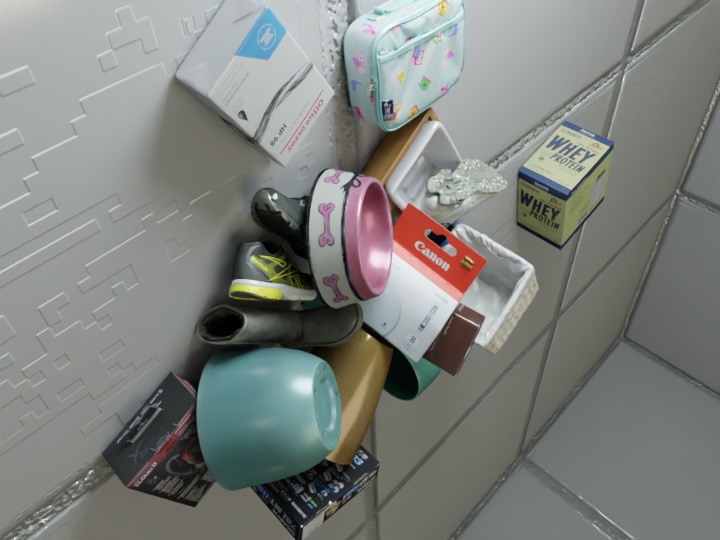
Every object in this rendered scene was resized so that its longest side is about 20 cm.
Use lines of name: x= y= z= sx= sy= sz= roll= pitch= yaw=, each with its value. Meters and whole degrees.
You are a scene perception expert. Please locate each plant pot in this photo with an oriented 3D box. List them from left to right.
plant pot: x=-0.119 y=0.206 z=0.910 sx=0.200 sy=0.157 sz=0.205 roll=-10 pitch=90 yaw=-76
plant pot: x=-0.032 y=0.193 z=1.080 sx=0.202 sy=0.185 sz=0.186 roll=-55 pitch=149 yaw=3

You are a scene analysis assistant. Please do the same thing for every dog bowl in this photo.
dog bowl: x=-0.008 y=-0.047 z=0.900 sx=0.200 sy=0.072 sz=0.205 roll=-2 pitch=90 yaw=-72

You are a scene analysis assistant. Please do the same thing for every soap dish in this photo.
soap dish: x=0.093 y=-0.162 z=1.044 sx=0.159 sy=0.081 sz=0.200 roll=-56 pitch=149 yaw=-2

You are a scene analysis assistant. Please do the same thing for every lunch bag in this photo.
lunch bag: x=0.066 y=-0.303 z=0.881 sx=0.199 sy=0.077 sz=0.162 roll=-39 pitch=145 yaw=-27

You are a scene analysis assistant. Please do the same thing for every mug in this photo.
mug: x=0.086 y=0.169 z=1.292 sx=0.114 sy=0.183 sz=0.155 roll=-35 pitch=119 yaw=-34

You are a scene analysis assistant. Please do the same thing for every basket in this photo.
basket: x=0.255 y=0.044 z=1.351 sx=0.202 sy=0.197 sz=0.161 roll=-56 pitch=153 yaw=0

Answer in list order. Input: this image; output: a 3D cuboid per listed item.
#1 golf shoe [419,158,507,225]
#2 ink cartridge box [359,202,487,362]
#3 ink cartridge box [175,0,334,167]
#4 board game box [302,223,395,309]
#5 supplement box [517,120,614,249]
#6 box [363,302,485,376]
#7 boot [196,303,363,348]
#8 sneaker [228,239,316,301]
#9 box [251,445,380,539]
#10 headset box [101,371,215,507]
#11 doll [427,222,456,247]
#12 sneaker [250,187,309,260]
golf shoe: x=0.166 y=-0.126 z=1.053 sx=0.198 sy=0.079 sz=0.098 roll=-18 pitch=150 yaw=-39
ink cartridge box: x=0.083 y=0.022 z=0.999 sx=0.202 sy=0.159 sz=0.047 roll=-58 pitch=171 yaw=26
ink cartridge box: x=-0.107 y=-0.208 z=0.736 sx=0.117 sy=0.066 sz=0.200 roll=-56 pitch=149 yaw=-2
board game box: x=0.000 y=0.000 z=1.095 sx=0.202 sy=0.045 sz=0.151 roll=-59 pitch=149 yaw=4
supplement box: x=0.490 y=-0.205 z=1.507 sx=0.200 sy=0.133 sz=0.201 roll=-44 pitch=147 yaw=-19
box: x=0.105 y=0.082 z=1.075 sx=0.102 sy=0.198 sz=0.075 roll=-65 pitch=165 yaw=19
boot: x=-0.113 y=0.075 z=0.923 sx=0.179 sy=0.074 sz=0.199 roll=-21 pitch=156 yaw=24
sneaker: x=-0.116 y=0.001 z=0.905 sx=0.199 sy=0.073 sz=0.087 roll=5 pitch=88 yaw=-70
box: x=-0.099 y=0.347 z=1.123 sx=0.197 sy=0.199 sz=0.050 roll=-25 pitch=139 yaw=-42
headset box: x=-0.267 y=0.251 z=0.921 sx=0.149 sy=0.074 sz=0.201 roll=-51 pitch=149 yaw=-10
doll: x=0.161 y=-0.094 z=1.232 sx=0.202 sy=0.048 sz=0.136 roll=-56 pitch=148 yaw=-2
sneaker: x=-0.090 y=-0.078 z=0.893 sx=0.081 sy=0.074 sz=0.200 roll=-69 pitch=154 yaw=-12
